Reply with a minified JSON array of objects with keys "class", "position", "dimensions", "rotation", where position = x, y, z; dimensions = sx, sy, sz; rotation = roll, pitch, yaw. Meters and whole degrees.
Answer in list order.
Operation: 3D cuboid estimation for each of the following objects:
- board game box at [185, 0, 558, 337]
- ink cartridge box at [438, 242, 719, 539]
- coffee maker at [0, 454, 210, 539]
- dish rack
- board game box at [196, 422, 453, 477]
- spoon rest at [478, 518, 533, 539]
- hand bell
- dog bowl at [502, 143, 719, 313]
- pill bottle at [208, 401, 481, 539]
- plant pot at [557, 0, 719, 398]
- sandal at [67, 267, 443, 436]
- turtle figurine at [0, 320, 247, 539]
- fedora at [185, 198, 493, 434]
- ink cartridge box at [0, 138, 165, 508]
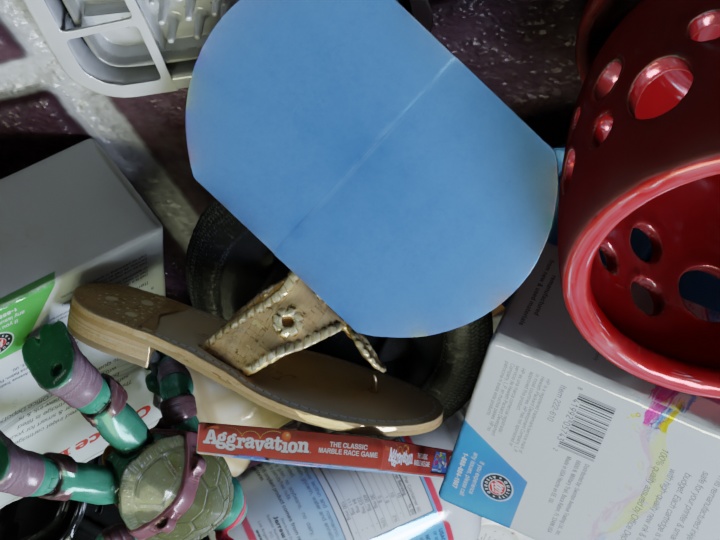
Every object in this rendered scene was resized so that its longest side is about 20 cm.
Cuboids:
[{"class":"board game box","position":[0.008,-0.062,1.082],"dimensions":[0.200,0.039,0.158],"rotation":[43,124,-1]},{"class":"ink cartridge box","position":[0.159,0.093,1.140],"dimensions":[0.200,0.085,0.145],"rotation":[24,138,8]},{"class":"coffee maker","position":[-0.135,0.173,1.471],"dimensions":[0.200,0.135,0.192],"rotation":[31,117,-33]},{"class":"dish rack","position":[-0.073,-0.164,1.054],"dimensions":[0.200,0.044,0.172],"rotation":[-6,142,15]},{"class":"board game box","position":[-0.014,0.103,1.212],"dimensions":[0.103,0.019,0.200],"rotation":[3,174,14]},{"class":"spoon rest","position":[0.074,0.207,1.546],"dimensions":[0.099,0.061,0.200],"rotation":[12,130,-12]},{"class":"hand bell","position":[-0.004,0.046,1.321],"dimensions":[0.200,0.104,0.104],"rotation":[-21,139,11]},{"class":"dog bowl","position":[0.161,0.002,1.183],"dimensions":[0.200,0.050,0.112],"rotation":[32,116,3]},{"class":"pill bottle","position":[0.006,0.152,1.371],"dimensions":[0.200,0.109,0.109],"rotation":[-23,145,-12]},{"class":"plant pot","position":[0.198,-0.062,1.042],"dimensions":[0.200,0.183,0.201],"rotation":[4,144,3]},{"class":"sandal","position":[-0.053,0.026,1.140],"dimensions":[0.211,0.078,0.070],"rotation":[16,112,8]},{"class":"turtle figurine","position":[-0.127,0.112,1.227],"dimensions":[0.101,0.150,0.200],"rotation":[9,162,41]},{"class":"fedora","position":[0.000,0.000,1.207],"dimensions":[0.200,0.092,0.201],"rotation":[18,135,18]},{"class":"ink cartridge box","position":[-0.194,0.038,1.256],"dimensions":[0.146,0.083,0.200],"rotation":[-27,150,-22]}]
